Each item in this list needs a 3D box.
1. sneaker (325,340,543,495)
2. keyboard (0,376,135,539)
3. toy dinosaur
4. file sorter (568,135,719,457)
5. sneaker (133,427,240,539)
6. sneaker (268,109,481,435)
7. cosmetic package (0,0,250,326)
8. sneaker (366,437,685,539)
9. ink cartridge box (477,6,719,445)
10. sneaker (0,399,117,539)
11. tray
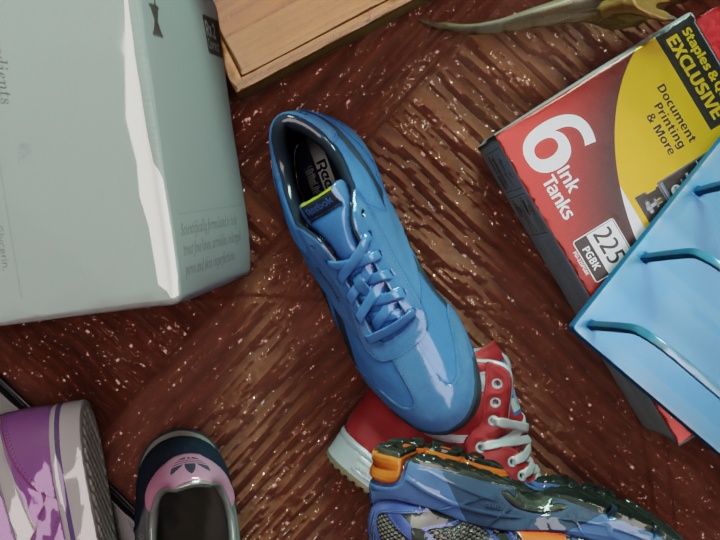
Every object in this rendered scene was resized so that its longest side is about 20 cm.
[{"bbox_3d":[0.091,0.116,0.771,0.199,0.071,0.113,33,93,1],"label":"sneaker"},{"bbox_3d":[-0.235,0.132,0.792,0.200,0.021,0.127,44,84,0],"label":"keyboard"},{"bbox_3d":[0.143,-0.155,0.761,0.198,0.106,0.061,-15,87,-8],"label":"toy dinosaur"},{"bbox_3d":[0.229,-0.003,0.663,0.139,0.123,0.200,39,88,-1],"label":"file sorter"},{"bbox_3d":[-0.096,0.196,0.759,0.070,0.082,0.202,-9,96,-11],"label":"sneaker"},{"bbox_3d":[0.000,0.000,0.736,0.066,0.078,0.201,-30,72,13],"label":"sneaker"},{"bbox_3d":[-0.178,-0.059,0.703,0.198,0.165,0.167,-7,94,8],"label":"cosmetic package"},{"bbox_3d":[0.094,0.150,0.708,0.198,0.075,0.079,16,95,0],"label":"sneaker"},{"bbox_3d":[0.194,-0.035,0.764,0.175,0.084,0.201,-32,91,-1],"label":"ink cartridge box"},{"bbox_3d":[-0.193,0.182,0.753,0.113,0.073,0.202,-11,77,-2],"label":"sneaker"},{"bbox_3d":[-0.007,-0.192,0.784,0.199,0.037,0.099,-28,91,0],"label":"tray"}]
